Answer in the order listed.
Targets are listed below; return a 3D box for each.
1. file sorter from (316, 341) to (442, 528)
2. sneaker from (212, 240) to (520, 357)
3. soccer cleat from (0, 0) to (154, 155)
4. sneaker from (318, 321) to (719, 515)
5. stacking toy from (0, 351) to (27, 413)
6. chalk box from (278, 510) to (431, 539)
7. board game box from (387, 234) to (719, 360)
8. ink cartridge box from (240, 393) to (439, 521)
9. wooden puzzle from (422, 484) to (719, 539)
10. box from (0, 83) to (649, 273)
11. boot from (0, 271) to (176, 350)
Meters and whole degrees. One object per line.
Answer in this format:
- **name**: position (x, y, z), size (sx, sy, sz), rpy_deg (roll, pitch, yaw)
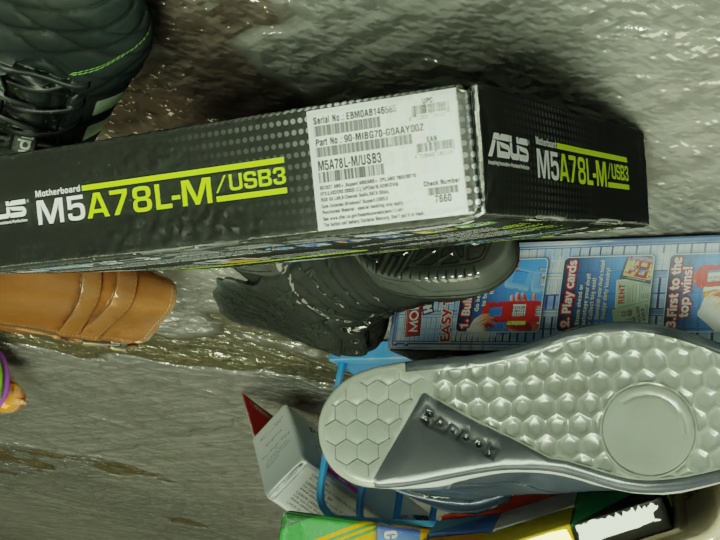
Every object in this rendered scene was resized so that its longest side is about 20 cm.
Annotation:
- **file sorter**: position (0.082, 0.135, 0.935), size (0.139, 0.123, 0.200), rpy_deg (-5, 155, 35)
- **sneaker**: position (-0.001, 0.003, 0.680), size (0.200, 0.060, 0.104), rpy_deg (6, 149, 31)
- **soccer cleat**: position (-0.127, -0.062, 0.540), size (0.067, 0.081, 0.200), rpy_deg (15, 160, -15)
- **sneaker**: position (0.095, 0.076, 0.656), size (0.202, 0.077, 0.146), rpy_deg (-2, 166, 12)
- **stacking toy**: position (-0.313, 0.087, 1.057), size (0.116, 0.110, 0.200), rpy_deg (20, 176, 18)
- **chalk box**: position (0.050, 0.232, 0.855), size (0.200, 0.125, 0.124), rpy_deg (4, 160, 15)
- **board game box**: position (0.126, 0.038, 0.731), size (0.200, 0.062, 0.200), rpy_deg (5, 160, 19)
- **ink cartridge box**: position (0.001, 0.173, 1.062), size (0.200, 0.044, 0.174), rpy_deg (40, -171, -22)
- **wooden puzzle**: position (0.090, 0.133, 0.684), size (0.200, 0.037, 0.185), rpy_deg (-24, 177, 12)
- **box**: position (-0.012, -0.028, 0.516), size (0.200, 0.048, 0.193), rpy_deg (-5, -179, 27)
- **boot**: position (-0.177, 0.000, 0.764), size (0.155, 0.074, 0.200), rpy_deg (17, 172, -16)
